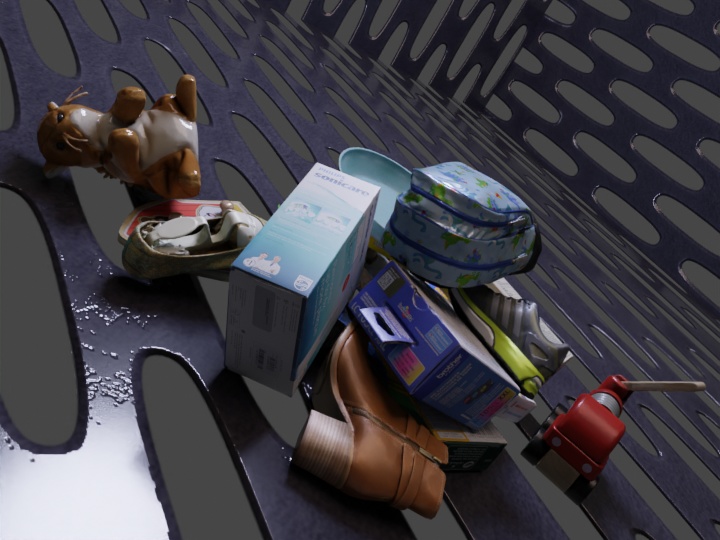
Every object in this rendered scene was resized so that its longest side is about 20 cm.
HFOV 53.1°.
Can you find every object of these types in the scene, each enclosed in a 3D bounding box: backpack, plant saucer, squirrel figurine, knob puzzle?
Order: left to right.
[{"bbox_3d":[-0.298,-0.150,0.897,0.183,0.145,0.200,-3,-7,-15],"label":"squirrel figurine"},{"bbox_3d":[-0.197,-0.050,0.883,0.216,0.031,0.221,15,27,-8],"label":"knob puzzle"},{"bbox_3d":[0.045,-0.081,0.950,0.198,0.036,0.201,29,31,-19],"label":"plant saucer"},{"bbox_3d":[0.110,-0.052,0.824,0.163,0.155,0.199,40,44,25],"label":"backpack"}]

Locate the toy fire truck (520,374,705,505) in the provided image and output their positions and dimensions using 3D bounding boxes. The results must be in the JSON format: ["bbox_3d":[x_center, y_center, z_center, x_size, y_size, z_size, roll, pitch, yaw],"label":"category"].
[{"bbox_3d":[0.330,0.192,0.939,0.128,0.202,0.175,39,23,18],"label":"toy fire truck"}]

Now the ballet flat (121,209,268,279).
[{"bbox_3d":[-0.165,-0.036,0.803,0.197,0.072,0.071,-12,45,-33],"label":"ballet flat"}]

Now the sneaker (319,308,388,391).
[{"bbox_3d":[-0.025,0.073,0.873,0.200,0.066,0.078,44,26,25],"label":"sneaker"}]

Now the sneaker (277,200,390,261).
[{"bbox_3d":[-0.037,-0.057,1.100,0.198,0.084,0.077,28,22,-13],"label":"sneaker"}]

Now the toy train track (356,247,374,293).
[{"bbox_3d":[0.000,0.000,0.921,0.113,0.033,0.201,-26,60,-20],"label":"toy train track"}]

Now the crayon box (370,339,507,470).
[{"bbox_3d":[0.074,0.149,0.876,0.124,0.052,0.201,14,30,-40],"label":"crayon box"}]

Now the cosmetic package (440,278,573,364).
[{"bbox_3d":[0.216,0.077,1.065,0.201,0.071,0.105,51,17,18],"label":"cosmetic package"}]

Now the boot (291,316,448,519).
[{"bbox_3d":[0.023,0.150,0.746,0.153,0.074,0.202,24,46,-6],"label":"boot"}]

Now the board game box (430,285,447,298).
[{"bbox_3d":[0.132,0.039,1.187,0.200,0.045,0.134,45,25,24],"label":"board game box"}]

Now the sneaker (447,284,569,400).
[{"bbox_3d":[0.171,0.057,0.874,0.201,0.080,0.074,54,-6,27],"label":"sneaker"}]

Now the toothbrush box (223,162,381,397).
[{"bbox_3d":[-0.060,0.005,0.764,0.084,0.148,0.201,21,41,9],"label":"toothbrush box"}]

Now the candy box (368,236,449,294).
[{"bbox_3d":[0.065,-0.037,0.979,0.198,0.027,0.103,30,26,-20],"label":"candy box"}]

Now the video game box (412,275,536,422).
[{"bbox_3d":[0.145,0.110,0.970,0.201,0.047,0.182,52,6,27],"label":"video game box"}]

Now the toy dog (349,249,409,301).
[{"bbox_3d":[0.042,0.009,1.033,0.198,0.134,0.096,-15,39,-36],"label":"toy dog"}]

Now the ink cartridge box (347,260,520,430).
[{"bbox_3d":[0.074,0.079,0.776,0.200,0.076,0.137,40,10,-50],"label":"ink cartridge box"}]
